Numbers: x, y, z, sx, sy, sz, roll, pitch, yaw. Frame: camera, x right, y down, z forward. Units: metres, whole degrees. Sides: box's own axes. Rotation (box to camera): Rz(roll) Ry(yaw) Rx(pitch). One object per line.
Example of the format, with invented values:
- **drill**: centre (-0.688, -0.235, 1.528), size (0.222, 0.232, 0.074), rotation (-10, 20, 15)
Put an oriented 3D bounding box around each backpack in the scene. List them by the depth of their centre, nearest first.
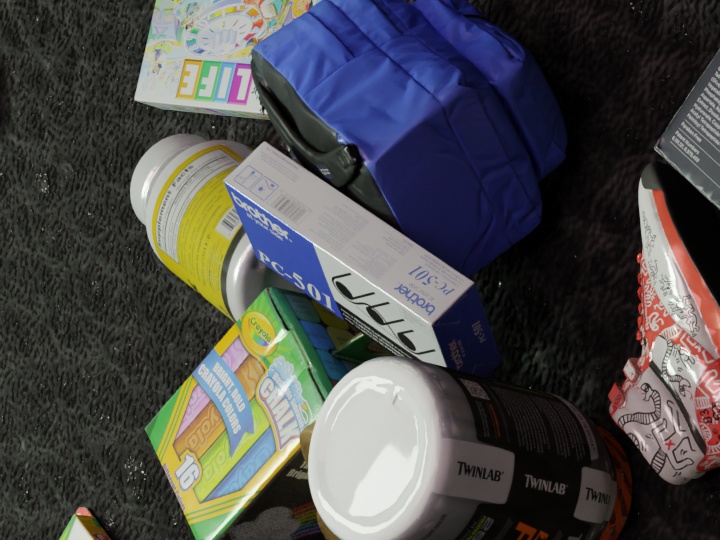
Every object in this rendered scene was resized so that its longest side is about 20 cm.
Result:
- **backpack**: centre (0.032, -0.104, 1.746), size (0.168, 0.163, 0.200), rotation (-35, 41, -13)

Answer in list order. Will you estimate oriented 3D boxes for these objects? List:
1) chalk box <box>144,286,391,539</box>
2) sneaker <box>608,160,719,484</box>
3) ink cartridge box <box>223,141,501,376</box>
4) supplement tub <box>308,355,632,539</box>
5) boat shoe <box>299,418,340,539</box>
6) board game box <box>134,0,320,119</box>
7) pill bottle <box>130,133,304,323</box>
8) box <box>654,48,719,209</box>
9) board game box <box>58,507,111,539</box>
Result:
- **chalk box**: centre (-0.032, 0.098, 1.781), size (0.200, 0.125, 0.124), rotation (-48, 50, 24)
- **sneaker**: centre (0.192, 0.036, 1.611), size (0.108, 0.067, 0.202), rotation (-39, 57, 29)
- **ink cartridge box**: centre (0.000, 0.000, 1.682), size (0.044, 0.094, 0.200), rotation (-44, 55, -17)
- **supplement tub**: centre (0.074, 0.128, 1.609), size (0.122, 0.200, 0.123), rotation (-15, 68, 43)
- **boat shoe**: centre (0.013, 0.151, 1.708), size (0.069, 0.200, 0.074), rotation (-40, 60, -19)
- **board game box**: centre (-0.088, -0.187, 1.976), size (0.200, 0.034, 0.135), rotation (9, 86, 46)
- **pill bottle**: centre (-0.090, -0.031, 1.877), size (0.200, 0.111, 0.112), rotation (37, 106, 51)
- **box**: centre (0.302, -0.095, 1.439), size (0.104, 0.200, 0.182), rotation (48, 113, 43)
- **board game box**: centre (-0.199, 0.276, 1.972), size (0.096, 0.030, 0.200), rotation (-59, 44, 16)
